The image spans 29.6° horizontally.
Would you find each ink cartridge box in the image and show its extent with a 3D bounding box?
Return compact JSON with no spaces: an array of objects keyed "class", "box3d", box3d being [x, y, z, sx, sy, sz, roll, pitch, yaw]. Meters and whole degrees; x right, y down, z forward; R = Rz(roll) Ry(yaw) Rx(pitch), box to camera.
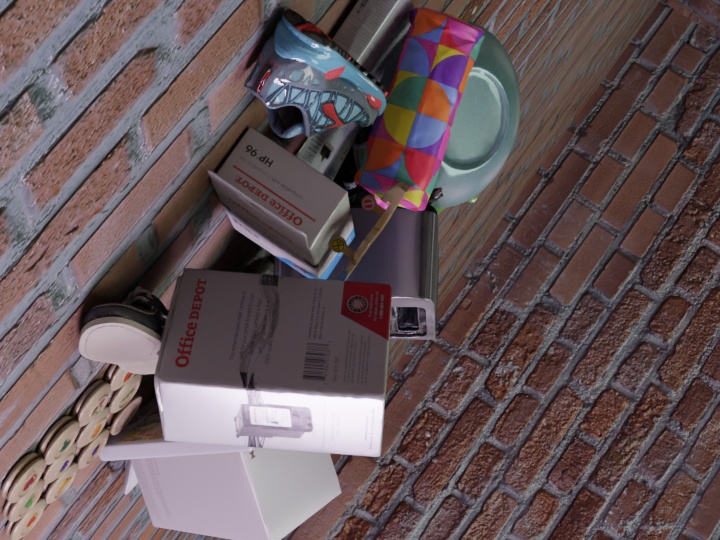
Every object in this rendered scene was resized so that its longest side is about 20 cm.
[{"class":"ink cartridge box","box3d":[-0.072,-0.063,1.301,0.068,0.116,0.200,-55,171,-9]},{"class":"ink cartridge box","box3d":[-0.009,-0.193,1.405,0.201,0.040,0.200,-57,171,2]},{"class":"ink cartridge box","box3d":[-0.074,0.081,1.228,0.146,0.198,0.084,-84,178,-48]}]

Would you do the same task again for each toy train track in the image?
[{"class":"toy train track","box3d":[-0.021,-0.007,1.306,0.201,0.032,0.115,-56,179,18]}]

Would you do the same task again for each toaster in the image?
[{"class":"toaster","box3d":[0.000,0.000,1.482,0.200,0.179,0.120,82,8,-69]}]

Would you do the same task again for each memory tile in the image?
[{"class":"memory tile","box3d":[-0.281,0.171,1.347,0.200,0.017,0.154,-51,169,-32]}]

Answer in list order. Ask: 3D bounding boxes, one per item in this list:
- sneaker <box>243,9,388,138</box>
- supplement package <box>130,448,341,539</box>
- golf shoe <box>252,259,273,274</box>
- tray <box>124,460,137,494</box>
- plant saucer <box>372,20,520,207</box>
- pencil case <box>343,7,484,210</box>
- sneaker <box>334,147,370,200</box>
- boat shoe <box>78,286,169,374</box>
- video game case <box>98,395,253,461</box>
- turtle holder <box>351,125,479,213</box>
[{"class":"sneaker","box3d":[-0.047,-0.162,1.227,0.096,0.079,0.200,-50,156,6]},{"class":"supplement package","box3d":[-0.142,0.214,1.503,0.199,0.121,0.121,-2,-160,43]},{"class":"golf shoe","box3d":[-0.088,0.034,1.615,0.200,0.097,0.079,-42,166,-49]},{"class":"tray","box3d":[-0.221,0.171,1.633,0.200,0.022,0.108,-49,167,-37]},{"class":"plant saucer","box3d":[0.104,-0.163,1.443,0.202,0.201,0.039,-54,-145,-12]},{"class":"pencil case","box3d":[0.056,-0.157,1.352,0.088,0.088,0.201,16,95,-80]},{"class":"sneaker","box3d":[-0.002,-0.108,1.621,0.201,0.079,0.075,-55,171,-14]},{"class":"boat shoe","box3d":[-0.208,0.049,1.237,0.200,0.072,0.063,58,23,-74]},{"class":"video game case","box3d":[-0.157,0.149,1.474,0.182,0.199,0.023,-42,120,-56]},{"class":"turtle holder","box3d":[0.066,-0.155,1.543,0.141,0.131,0.187,1,-116,58]}]
